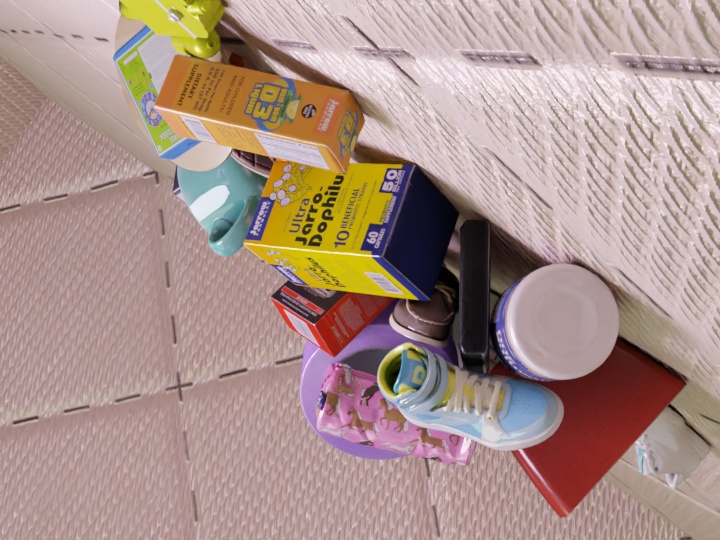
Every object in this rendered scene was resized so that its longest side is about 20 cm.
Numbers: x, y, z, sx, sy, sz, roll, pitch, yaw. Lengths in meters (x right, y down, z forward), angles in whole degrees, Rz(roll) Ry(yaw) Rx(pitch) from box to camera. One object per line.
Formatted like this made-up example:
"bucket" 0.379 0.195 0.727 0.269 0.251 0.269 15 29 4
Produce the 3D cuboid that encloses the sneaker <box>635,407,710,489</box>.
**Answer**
"sneaker" 0.390 0.227 1.540 0.199 0.089 0.075 39 174 -29

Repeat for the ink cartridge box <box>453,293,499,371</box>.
"ink cartridge box" 0.208 0.138 1.591 0.199 0.146 0.145 30 172 44

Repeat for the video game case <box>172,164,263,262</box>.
"video game case" -0.188 -0.137 1.660 0.180 0.025 0.202 39 -144 -35

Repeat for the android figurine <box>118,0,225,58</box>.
"android figurine" -0.205 -0.274 1.113 0.182 0.041 0.199 42 168 -36

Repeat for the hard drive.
"hard drive" 0.128 0.036 1.289 0.032 0.142 0.200 1 169 7

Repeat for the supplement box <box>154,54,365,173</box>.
"supplement box" -0.099 -0.156 1.139 0.197 0.067 0.069 15 163 18

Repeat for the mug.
"mug" -0.150 -0.112 1.551 0.151 0.114 0.187 6 -122 -57

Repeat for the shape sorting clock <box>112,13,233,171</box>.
"shape sorting clock" -0.201 -0.206 1.270 0.198 0.039 0.203 24 127 36

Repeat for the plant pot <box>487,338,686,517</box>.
"plant pot" 0.246 0.159 1.382 0.176 0.200 0.200 43 176 14

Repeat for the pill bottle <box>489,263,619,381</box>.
"pill bottle" 0.193 0.058 1.198 0.110 0.112 0.200 34 174 3

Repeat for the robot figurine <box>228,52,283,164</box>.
"robot figurine" -0.092 -0.164 1.328 0.144 0.059 0.200 33 173 27

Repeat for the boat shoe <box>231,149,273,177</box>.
"boat shoe" -0.109 -0.150 1.477 0.201 0.075 0.075 36 180 -9

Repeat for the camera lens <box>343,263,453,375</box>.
"camera lens" 0.042 0.054 1.533 0.159 0.160 0.201 36 -156 -18

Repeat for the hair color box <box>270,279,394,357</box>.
"hair color box" 0.000 0.000 1.370 0.101 0.200 0.062 27 154 48

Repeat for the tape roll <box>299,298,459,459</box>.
"tape roll" 0.025 0.135 1.426 0.199 0.200 0.066 37 -155 -19

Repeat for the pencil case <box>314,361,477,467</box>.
"pencil case" 0.046 0.168 1.348 0.197 0.084 0.087 14 157 3

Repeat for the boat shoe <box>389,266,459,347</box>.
"boat shoe" 0.080 0.038 1.301 0.071 0.060 0.200 24 -169 5

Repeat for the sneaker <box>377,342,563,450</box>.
"sneaker" 0.105 0.130 1.210 0.197 0.081 0.130 2 157 31

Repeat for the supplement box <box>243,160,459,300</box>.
"supplement box" -0.011 -0.046 1.270 0.198 0.110 0.109 5 157 38
